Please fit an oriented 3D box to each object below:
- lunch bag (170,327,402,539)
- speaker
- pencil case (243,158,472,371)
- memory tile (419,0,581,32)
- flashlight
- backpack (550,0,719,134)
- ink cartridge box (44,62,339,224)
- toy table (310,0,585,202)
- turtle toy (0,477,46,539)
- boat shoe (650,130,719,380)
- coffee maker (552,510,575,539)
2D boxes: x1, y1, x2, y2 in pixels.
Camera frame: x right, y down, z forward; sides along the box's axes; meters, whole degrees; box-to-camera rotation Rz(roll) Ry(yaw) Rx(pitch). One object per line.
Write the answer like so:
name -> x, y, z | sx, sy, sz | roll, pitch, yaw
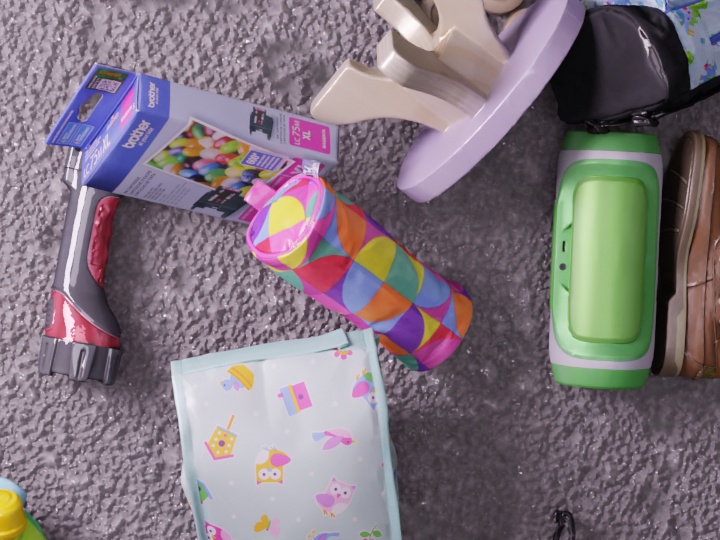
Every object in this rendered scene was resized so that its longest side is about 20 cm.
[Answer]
lunch bag -> -0.056, 0.145, 1.408 | 0.169, 0.122, 0.202 | -8, 111, -2
speaker -> 0.196, -0.009, 1.448 | 0.088, 0.088, 0.202 | 2, 92, -3
pencil case -> 0.000, 0.000, 1.402 | 0.200, 0.088, 0.089 | 39, 90, -34
memory tile -> 0.134, -0.245, 1.468 | 0.199, 0.017, 0.154 | -31, 93, -1
flashlight -> -0.208, -0.012, 1.438 | 0.067, 0.068, 0.202 | 11, 87, 22
backpack -> 0.259, -0.198, 1.403 | 0.198, 0.163, 0.155 | -13, 93, -23
ink cartridge box -> -0.130, -0.091, 1.378 | 0.199, 0.119, 0.042 | 15, 57, -24
toy table -> 0.062, -0.161, 1.386 | 0.117, 0.184, 0.200 | 35, 99, -17
turtle toy -> -0.331, 0.223, 1.418 | 0.198, 0.101, 0.147 | -2, 116, -1
boat shoe -> 0.279, -0.012, 1.464 | 0.067, 0.072, 0.202 | 4, 102, -7
coffee maker -> 0.247, 0.305, 1.439 | 0.198, 0.135, 0.194 | 8, 91, -4
